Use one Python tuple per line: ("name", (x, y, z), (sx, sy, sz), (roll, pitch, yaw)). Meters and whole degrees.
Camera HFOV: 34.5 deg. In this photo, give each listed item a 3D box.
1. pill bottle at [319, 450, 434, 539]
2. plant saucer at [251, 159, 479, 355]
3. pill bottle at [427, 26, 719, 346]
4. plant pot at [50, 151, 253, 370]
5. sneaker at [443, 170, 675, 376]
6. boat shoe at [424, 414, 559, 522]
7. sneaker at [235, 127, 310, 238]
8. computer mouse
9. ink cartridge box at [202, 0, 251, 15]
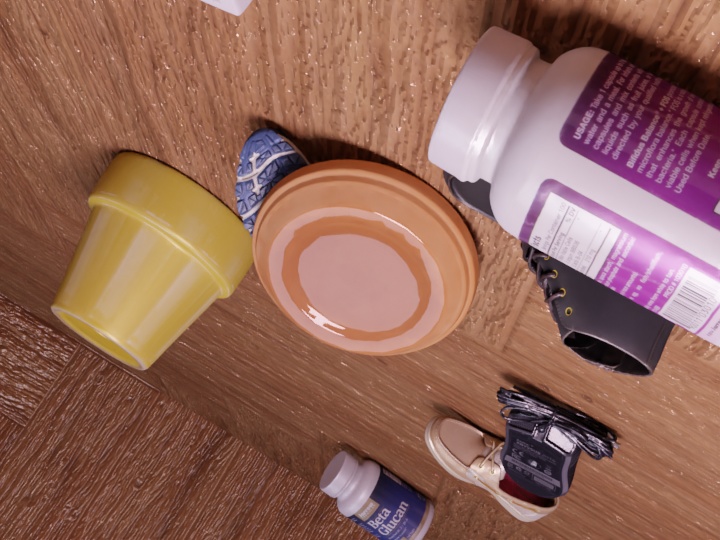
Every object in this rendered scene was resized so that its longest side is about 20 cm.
("pill bottle", (0.027, 0.417, 2.115), (0.199, 0.112, 0.111), (36, 163, -13))
("plant saucer", (0.000, 0.000, 0.977), (0.197, 0.038, 0.202), (9, 131, 10))
("pill bottle", (0.141, -0.051, 0.630), (0.198, 0.113, 0.112), (30, 163, 10))
("plant pot", (-0.246, 0.001, 1.324), (0.199, 0.190, 0.201), (28, 162, 10))
("sneaker", (0.125, -0.014, 0.768), (0.198, 0.107, 0.075), (24, 161, 26))
("boat shoe", (0.173, 0.245, 1.476), (0.199, 0.074, 0.069), (36, 151, -13))
("sneaker", (-0.055, -0.044, 1.050), (0.086, 0.076, 0.202), (-93, -19, -60))
("computer mouse", (0.210, 0.188, 1.283), (0.137, 0.053, 0.201), (27, 151, 14))
("ink cartridge box", (-0.121, -0.246, 0.601), (0.144, 0.085, 0.201), (26, 161, 19))
